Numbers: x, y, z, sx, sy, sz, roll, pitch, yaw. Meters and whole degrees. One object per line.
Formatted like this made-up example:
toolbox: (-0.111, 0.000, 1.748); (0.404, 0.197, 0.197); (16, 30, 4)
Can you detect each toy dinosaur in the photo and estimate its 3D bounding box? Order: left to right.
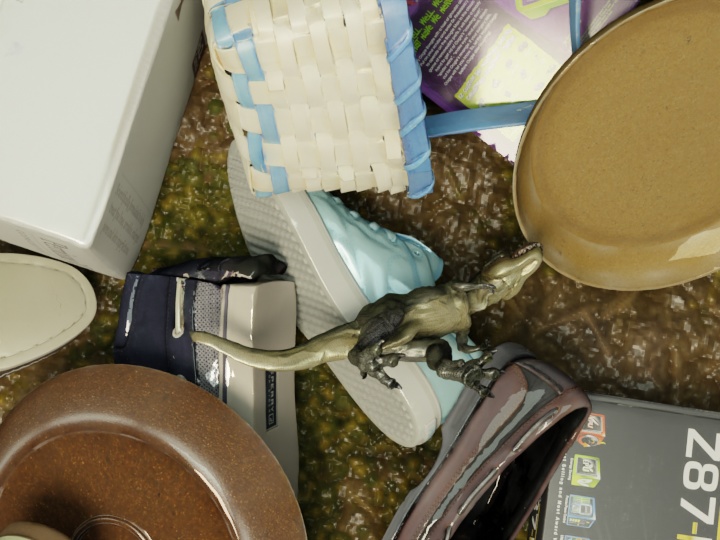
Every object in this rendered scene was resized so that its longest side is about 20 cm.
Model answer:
toy dinosaur: (0.020, 0.034, 0.766); (0.198, 0.088, 0.048); (-13, 116, -20)

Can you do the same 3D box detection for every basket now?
basket: (0.021, -0.128, 0.768); (0.198, 0.177, 0.140); (-7, 52, 0)

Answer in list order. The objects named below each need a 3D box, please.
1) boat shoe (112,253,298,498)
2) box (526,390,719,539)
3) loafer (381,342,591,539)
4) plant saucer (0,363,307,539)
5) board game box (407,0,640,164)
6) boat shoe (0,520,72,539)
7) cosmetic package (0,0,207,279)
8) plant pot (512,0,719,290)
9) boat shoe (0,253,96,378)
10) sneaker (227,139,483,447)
boat shoe: (-0.089, 0.088, 0.834); (0.092, 0.075, 0.202); (5, 94, 24)
box: (0.172, 0.178, 0.842); (0.159, 0.049, 0.202); (10, 83, -5)
loafer: (0.060, 0.140, 0.812); (0.063, 0.072, 0.202); (27, 93, 37)
plant saucer: (-0.125, 0.151, 0.792); (0.198, 0.034, 0.203); (4, 105, 16)
board game box: (0.102, -0.176, 0.845); (0.120, 0.032, 0.201); (37, 106, -2)
boat shoe: (-0.169, 0.225, 0.760); (0.071, 0.076, 0.202); (5, 124, 20)
cosmetic package: (-0.199, -0.109, 0.790); (0.198, 0.165, 0.167); (18, 84, 0)
plant pot: (0.175, -0.074, 0.820); (0.198, 0.201, 0.028); (-14, 43, -5)
boat shoe: (-0.245, 0.045, 0.823); (0.198, 0.060, 0.072); (-17, 66, -21)
sneaker: (0.000, 0.000, 0.848); (0.082, 0.074, 0.201); (-31, 85, -30)
